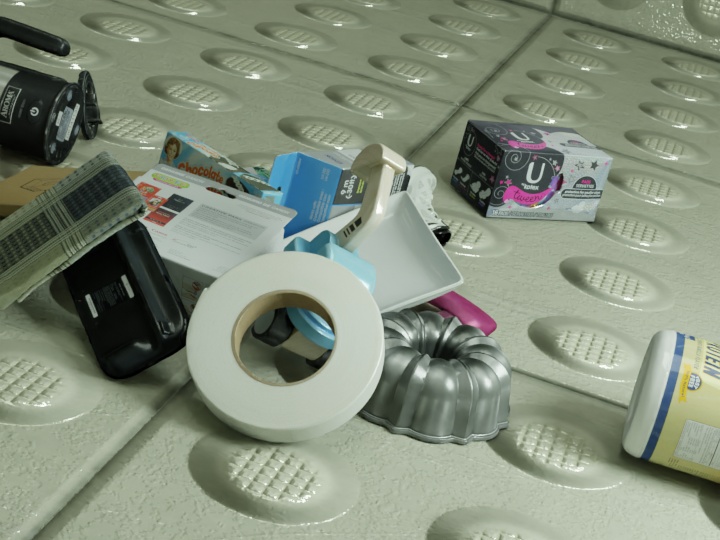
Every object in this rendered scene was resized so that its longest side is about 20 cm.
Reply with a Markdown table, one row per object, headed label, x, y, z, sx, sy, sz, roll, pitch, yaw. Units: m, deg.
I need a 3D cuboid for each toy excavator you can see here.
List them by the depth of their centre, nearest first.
| label | x | y | z | sx | sy | sz | roll | pitch | yaw |
| --- | --- | --- | --- | --- | --- | --- | --- | --- | --- |
| toy excavator | -0.020 | -0.017 | 1.549 | 0.100 | 0.200 | 0.195 | 30 | 36 | -32 |

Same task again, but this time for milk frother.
| label | x | y | z | sx | sy | sz | roll | pitch | yaw |
| --- | --- | --- | --- | --- | --- | --- | --- | --- | --- |
| milk frother | -0.474 | -0.236 | 1.985 | 0.188 | 0.181 | 0.200 | 17 | -19 | 8 |

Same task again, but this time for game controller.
| label | x | y | z | sx | sy | sz | roll | pitch | yaw |
| --- | --- | --- | --- | --- | --- | --- | --- | --- | --- |
| game controller | -0.251 | 0.027 | 1.508 | 0.200 | 0.104 | 0.042 | 59 | 4 | 40 |

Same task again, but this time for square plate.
| label | x | y | z | sx | sy | sz | roll | pitch | yaw |
| --- | --- | --- | --- | --- | --- | --- | --- | --- | --- |
| square plate | 0.000 | 0.000 | 1.693 | 0.198 | 0.028 | 0.200 | -23 | 40 | -5 |

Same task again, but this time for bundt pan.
| label | x | y | z | sx | sy | sz | roll | pitch | yaw |
| --- | --- | --- | --- | --- | --- | --- | --- | --- | --- |
| bundt pan | 0.076 | 0.105 | 1.553 | 0.202 | 0.076 | 0.202 | 11 | 24 | -5 |

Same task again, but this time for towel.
| label | x | y | z | sx | sy | sz | roll | pitch | yaw |
| --- | --- | --- | --- | --- | --- | --- | --- | --- | --- |
| towel | -0.335 | -0.043 | 1.575 | 0.200 | 0.035 | 0.193 | -35 | 31 | -6 |

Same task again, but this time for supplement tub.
| label | x | y | z | sx | sy | sz | roll | pitch | yaw |
| --- | --- | --- | --- | --- | --- | --- | --- | --- | --- |
| supplement tub | 0.394 | 0.156 | 1.522 | 0.200 | 0.145 | 0.144 | 16 | 24 | 7 |

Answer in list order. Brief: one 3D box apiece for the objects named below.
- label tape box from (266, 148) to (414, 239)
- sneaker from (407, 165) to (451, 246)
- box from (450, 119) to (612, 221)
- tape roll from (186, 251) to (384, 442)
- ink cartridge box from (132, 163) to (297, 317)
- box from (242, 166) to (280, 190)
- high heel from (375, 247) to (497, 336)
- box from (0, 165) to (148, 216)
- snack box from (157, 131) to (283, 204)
| label | x | y | z | sx | sy | sz | roll | pitch | yaw |
| --- | --- | --- | --- | --- | --- | --- | --- | --- | --- |
| label tape box | -0.035 | -0.077 | 1.804 | 0.066 | 0.143 | 0.200 | 33 | 27 | 35 |
| sneaker | 0.083 | -0.072 | 1.980 | 0.115 | 0.076 | 0.200 | 30 | 35 | 14 |
| box | 0.263 | -0.154 | 2.183 | 0.200 | 0.115 | 0.132 | 1 | 26 | -26 |
| tape roll | -0.076 | 0.075 | 1.437 | 0.203 | 0.037 | 0.203 | -1 | 63 | 2 |
| ink cartridge box | -0.198 | -0.029 | 1.656 | 0.200 | 0.084 | 0.176 | 21 | 36 | 15 |
| box | -0.127 | -0.084 | 1.916 | 0.144 | 0.036 | 0.200 | -12 | 35 | -44 |
| high heel | 0.079 | 0.027 | 1.739 | 0.096 | 0.067 | 0.200 | -11 | 47 | -28 |
| box | -0.363 | -0.097 | 1.766 | 0.200 | 0.021 | 0.163 | 3 | 21 | 19 |
| snack box | -0.187 | -0.084 | 1.779 | 0.037 | 0.116 | 0.200 | 0 | 25 | -47 |
